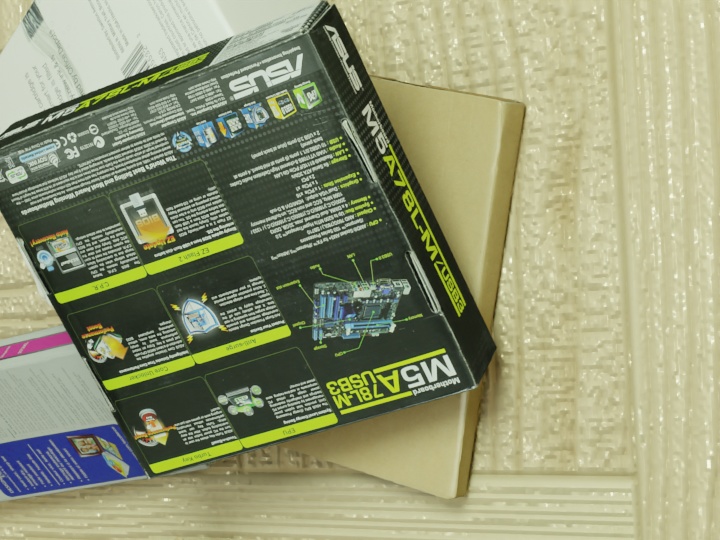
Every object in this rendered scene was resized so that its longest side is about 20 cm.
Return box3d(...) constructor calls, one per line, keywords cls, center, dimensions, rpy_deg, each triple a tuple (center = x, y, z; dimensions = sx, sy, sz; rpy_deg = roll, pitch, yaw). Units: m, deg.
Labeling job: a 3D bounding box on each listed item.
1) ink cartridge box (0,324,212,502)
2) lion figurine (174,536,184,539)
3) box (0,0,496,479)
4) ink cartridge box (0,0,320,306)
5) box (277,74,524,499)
box3d(cls="ink cartridge box", center=(-0.176, 0.082, 1.116), dimensions=(0.199, 0.037, 0.095), rpy_deg=(-14, 122, 35))
box3d(cls="lion figurine", center=(-0.089, 0.254, 1.074), dimensions=(0.122, 0.072, 0.201), rpy_deg=(-31, 87, 20))
box3d(cls="box", center=(-0.061, -0.008, 0.959), dimensions=(0.198, 0.048, 0.194), rpy_deg=(-18, 112, 27))
box3d(cls="ink cartridge box", center=(-0.113, -0.095, 1.044), dimensions=(0.200, 0.084, 0.145), rpy_deg=(-50, 55, 32))
box3d(cls="box", center=(0.000, 0.000, 1.017), dimensions=(0.162, 0.021, 0.202), rpy_deg=(14, 99, 36))
